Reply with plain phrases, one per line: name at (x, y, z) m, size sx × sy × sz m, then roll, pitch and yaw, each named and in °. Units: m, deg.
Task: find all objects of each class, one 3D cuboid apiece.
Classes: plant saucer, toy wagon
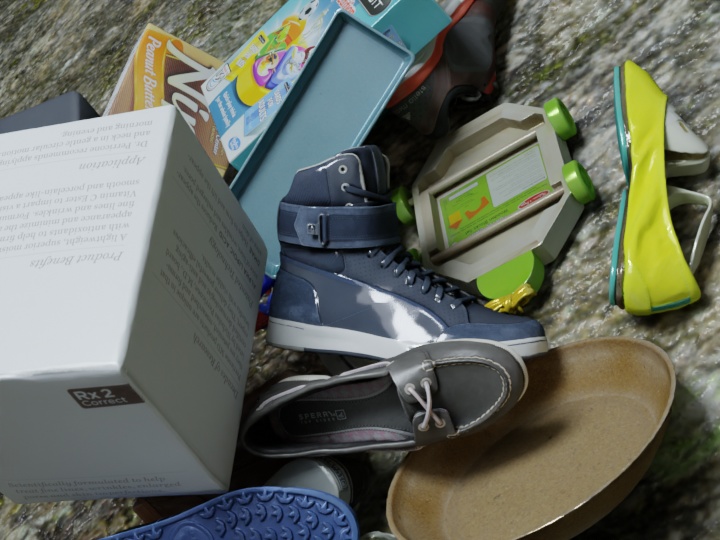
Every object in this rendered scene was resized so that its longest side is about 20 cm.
plant saucer at (0.110, 0.116, 0.805) m, size 0.200 × 0.035 × 0.200 m, roll -29°, pitch 18°, yaw 11°
plant saucer at (-0.038, -0.094, 0.985) m, size 0.200 × 0.070 × 0.019 m, roll -58°, pitch -5°, yaw 8°
toy wagon at (0.101, -0.039, 0.977) m, size 0.155 × 0.040 × 0.200 m, roll -29°, pitch 45°, yaw 23°

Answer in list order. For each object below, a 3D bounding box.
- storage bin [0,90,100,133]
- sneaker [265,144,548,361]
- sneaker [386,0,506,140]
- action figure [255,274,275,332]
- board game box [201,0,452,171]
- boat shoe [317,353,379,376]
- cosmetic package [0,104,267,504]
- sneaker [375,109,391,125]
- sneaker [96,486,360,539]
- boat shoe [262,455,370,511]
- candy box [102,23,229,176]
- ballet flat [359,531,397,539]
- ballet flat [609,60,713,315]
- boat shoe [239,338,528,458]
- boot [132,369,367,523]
storage bin at (-0.279, -0.064, 1.229) m, size 0.134 × 0.200 × 0.146 m, roll -25°, pitch 44°, yaw 13°
sneaker at (0.032, -0.010, 0.890) m, size 0.202 × 0.077 × 0.146 m, roll 6°, pitch 93°, yaw 20°
sneaker at (0.080, -0.175, 1.089) m, size 0.077 × 0.082 × 0.200 m, roll -28°, pitch 19°, yaw 50°
action figure at (-0.073, 0.029, 1.039) m, size 0.200 × 0.065 × 0.099 m, roll -46°, pitch -18°, yaw -49°
board game box at (-0.035, -0.175, 1.060) m, size 0.200 × 0.047 × 0.151 m, roll -43°, pitch 33°, yaw 11°
boat shoe at (0.000, 0.000, 0.991) m, size 0.066 × 0.072 × 0.200 m, roll 125°, pitch 148°, yaw -43°
cosmetic package at (-0.175, 0.027, 0.856) m, size 0.165 × 0.165 × 0.200 m, roll -6°, pitch 54°, yaw 18°
sneaker at (-0.049, -0.156, 1.175) m, size 0.200 × 0.084 × 0.121 m, roll 14°, pitch 60°, yaw 46°
sneaker at (-0.090, 0.183, 0.863) m, size 0.200 × 0.078 × 0.070 m, roll -12°, pitch 80°, yaw 12°
boat shoe at (-0.072, 0.199, 0.926) m, size 0.200 × 0.064 × 0.071 m, roll -38°, pitch 72°, yaw 21°
candy box at (-0.178, -0.104, 1.156) m, size 0.055 × 0.115 × 0.200 m, roll -31°, pitch 37°, yaw 61°
ballet flat at (0.031, 0.197, 0.831) m, size 0.200 × 0.069 × 0.070 m, roll -1°, pitch 59°, yaw 42°
ballet flat at (0.206, -0.059, 0.890) m, size 0.067 × 0.067 × 0.200 m, roll -2°, pitch 59°, yaw 16°
boat shoe at (0.011, 0.092, 0.841) m, size 0.200 × 0.067 × 0.057 m, roll -13°, pitch 13°, yaw 30°
boot at (-0.115, 0.107, 0.950) m, size 0.200 × 0.186 × 0.064 m, roll -26°, pitch 34°, yaw 29°
